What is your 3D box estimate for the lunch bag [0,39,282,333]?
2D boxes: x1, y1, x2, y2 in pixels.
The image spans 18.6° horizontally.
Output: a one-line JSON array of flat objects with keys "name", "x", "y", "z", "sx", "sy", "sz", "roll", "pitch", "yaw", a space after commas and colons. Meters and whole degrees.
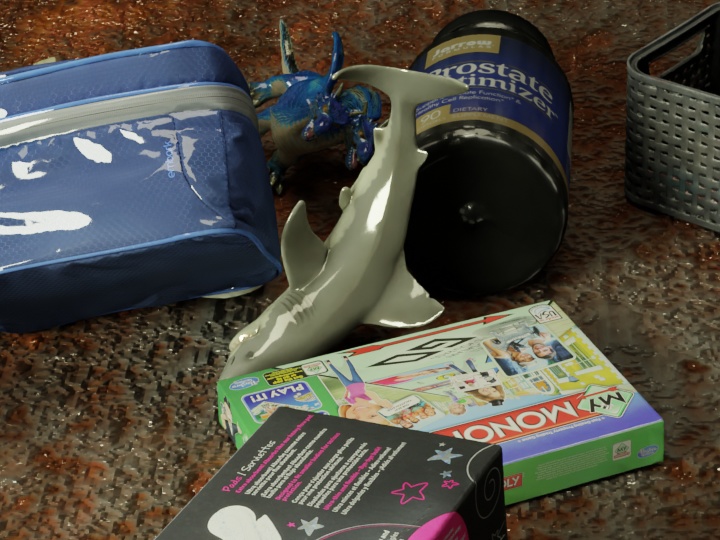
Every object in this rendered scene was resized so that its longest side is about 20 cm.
[{"name": "lunch bag", "x": -0.151, "y": -0.052, "z": 1.230, "sx": 0.200, "sy": 0.136, "sz": 0.133, "roll": -10, "pitch": 75, "yaw": 4}]

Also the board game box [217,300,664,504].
[{"name": "board game box", "x": 0.040, "y": 0.079, "z": 1.158, "sx": 0.200, "sy": 0.029, "sz": 0.135, "roll": -13, "pitch": 31, "yaw": -17}]

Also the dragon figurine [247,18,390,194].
[{"name": "dragon figurine", "x": -0.023, "y": -0.112, "z": 1.415, "sx": 0.099, "sy": 0.059, "sz": 0.200, "roll": -27, "pitch": 24, "yaw": 22}]

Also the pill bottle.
[{"name": "pill bottle", "x": 0.074, "y": -0.080, "z": 1.343, "sx": 0.112, "sy": 0.112, "sz": 0.200, "roll": 1, "pitch": 31, "yaw": 6}]

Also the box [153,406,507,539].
[{"name": "box", "x": -0.027, "y": 0.167, "z": 0.914, "sx": 0.115, "sy": 0.132, "sz": 0.200, "roll": 10, "pitch": 32, "yaw": 27}]

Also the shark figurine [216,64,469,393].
[{"name": "shark figurine", "x": 0.014, "y": -0.016, "z": 1.209, "sx": 0.089, "sy": 0.215, "sz": 0.128, "roll": 34, "pitch": 17, "yaw": 23}]

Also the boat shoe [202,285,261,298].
[{"name": "boat shoe", "x": -0.116, "y": -0.053, "z": 1.349, "sx": 0.070, "sy": 0.072, "sz": 0.201, "roll": -15, "pitch": 34, "yaw": -21}]

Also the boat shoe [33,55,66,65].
[{"name": "boat shoe", "x": -0.212, "y": -0.068, "z": 1.399, "sx": 0.075, "sy": 0.075, "sz": 0.202, "roll": -18, "pitch": 25, "yaw": 1}]

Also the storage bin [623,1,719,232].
[{"name": "storage bin", "x": 0.273, "y": -0.083, "z": 1.352, "sx": 0.200, "sy": 0.094, "sz": 0.135, "roll": 21, "pitch": 38, "yaw": 35}]
